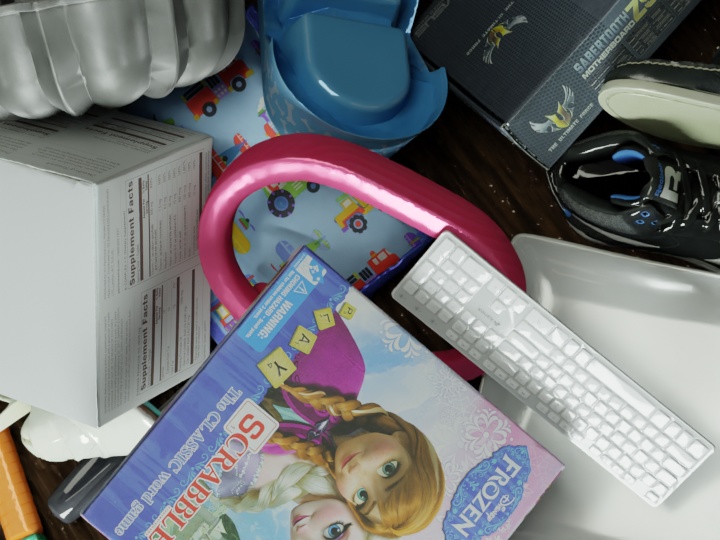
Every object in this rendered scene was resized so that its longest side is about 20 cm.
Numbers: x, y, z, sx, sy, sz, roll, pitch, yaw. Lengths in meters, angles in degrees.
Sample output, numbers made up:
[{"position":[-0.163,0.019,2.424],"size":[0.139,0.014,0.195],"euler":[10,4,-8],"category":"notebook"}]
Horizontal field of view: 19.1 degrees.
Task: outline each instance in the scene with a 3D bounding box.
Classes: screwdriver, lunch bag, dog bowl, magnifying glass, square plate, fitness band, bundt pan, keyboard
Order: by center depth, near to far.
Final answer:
[{"position":[0.111,0.057,1.232],"size":[0.200,0.011,0.056],"euler":[39,125,-3],"category":"keyboard"},{"position":[0.000,0.000,1.264],"size":[0.200,0.037,0.144],"euler":[26,128,-3],"category":"fitness band"},{"position":[-0.157,-0.140,1.264],"size":[0.201,0.202,0.076],"euler":[-7,105,16],"category":"bundt pan"},{"position":[0.165,0.092,1.277],"size":[0.199,0.028,0.199],"euler":[12,86,20],"category":"square plate"},{"position":[-0.011,-0.147,1.307],"size":[0.111,0.050,0.200],"euler":[8,54,-20],"category":"dog bowl"},{"position":[-0.059,-0.039,1.349],"size":[0.150,0.094,0.200],"euler":[-38,76,6],"category":"lunch bag"},{"position":[-0.124,0.089,1.383],"size":[0.200,0.029,0.028],"euler":[-42,70,-4],"category":"screwdriver"},{"position":[-0.210,0.193,1.384],"size":[0.079,0.022,0.200],"euler":[-25,72,12],"category":"magnifying glass"}]

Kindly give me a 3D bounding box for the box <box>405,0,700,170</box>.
[{"position":[0.132,-0.173,1.290],"size":[0.200,0.051,0.158],"euler":[-48,34,5],"category":"box"}]

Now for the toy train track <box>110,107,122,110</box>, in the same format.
[{"position":[-0.122,-0.161,1.411],"size":[0.200,0.032,0.115],"euler":[-62,31,-1],"category":"toy train track"}]

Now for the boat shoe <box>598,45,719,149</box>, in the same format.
[{"position":[0.234,-0.107,1.243],"size":[0.199,0.075,0.066],"euler":[9,77,-10],"category":"boat shoe"}]

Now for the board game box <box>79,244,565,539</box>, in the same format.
[{"position":[-0.021,0.125,1.221],"size":[0.199,0.041,0.200],"euler":[39,82,-4],"category":"board game box"}]

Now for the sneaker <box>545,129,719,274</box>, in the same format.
[{"position":[0.204,-0.036,1.249],"size":[0.199,0.112,0.073],"euler":[6,83,19],"category":"sneaker"}]

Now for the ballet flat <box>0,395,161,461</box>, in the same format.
[{"position":[-0.205,0.085,1.362],"size":[0.200,0.069,0.070],"euler":[25,87,36],"category":"ballet flat"}]

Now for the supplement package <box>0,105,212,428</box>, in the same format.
[{"position":[-0.202,-0.017,1.301],"size":[0.200,0.111,0.156],"euler":[16,116,31],"category":"supplement package"}]
